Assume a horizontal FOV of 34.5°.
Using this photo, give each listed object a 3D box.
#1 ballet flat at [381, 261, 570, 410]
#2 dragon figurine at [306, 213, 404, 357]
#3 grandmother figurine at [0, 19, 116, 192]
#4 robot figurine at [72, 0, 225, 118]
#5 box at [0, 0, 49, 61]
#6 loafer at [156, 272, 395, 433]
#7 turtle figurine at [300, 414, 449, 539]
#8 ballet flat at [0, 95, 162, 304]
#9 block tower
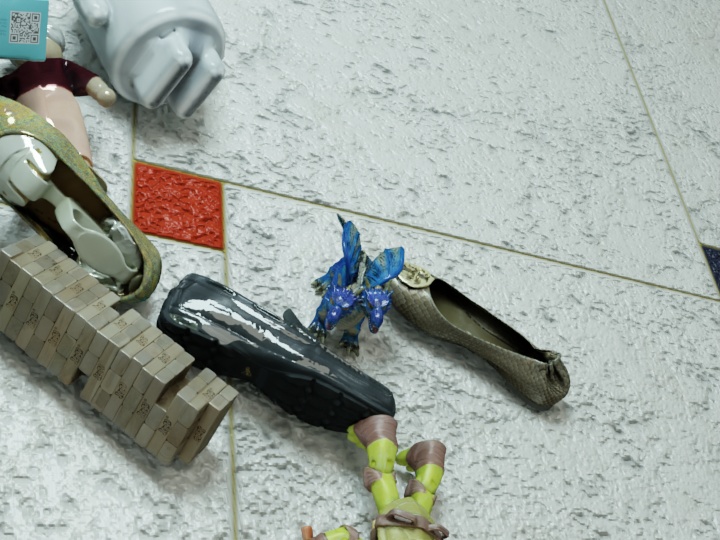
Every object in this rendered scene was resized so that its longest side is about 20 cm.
[{"bbox_3d":[0.103,0.049,1.018,0.199,0.047,0.068,37,38,0],"label":"ballet flat"},{"bbox_3d":[0.000,0.000,0.965,0.058,0.100,0.202,25,39,-8],"label":"dragon figurine"},{"bbox_3d":[-0.265,-0.137,0.966,0.119,0.061,0.202,-4,50,-16],"label":"grandmother figurine"},{"bbox_3d":[-0.195,-0.233,1.054,0.168,0.113,0.202,16,39,-53],"label":"robot figurine"},{"bbox_3d":[-0.324,-0.223,0.949,0.081,0.050,0.200,-3,26,-33],"label":"box"},{"bbox_3d":[-0.059,0.062,0.895,0.198,0.068,0.071,26,50,-3],"label":"loafer"},{"bbox_3d":[0.021,0.184,0.832,0.197,0.065,0.163,17,44,-17],"label":"turtle figurine"},{"bbox_3d":[-0.224,-0.051,0.860,0.200,0.070,0.071,47,39,-16],"label":"ballet flat"},{"bbox_3d":[-0.185,0.054,0.825,0.199,0.058,0.054,36,22,5],"label":"block tower"}]
